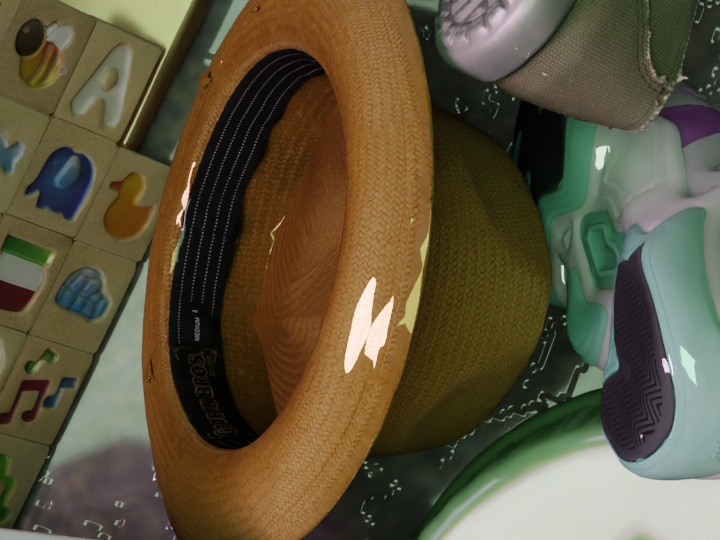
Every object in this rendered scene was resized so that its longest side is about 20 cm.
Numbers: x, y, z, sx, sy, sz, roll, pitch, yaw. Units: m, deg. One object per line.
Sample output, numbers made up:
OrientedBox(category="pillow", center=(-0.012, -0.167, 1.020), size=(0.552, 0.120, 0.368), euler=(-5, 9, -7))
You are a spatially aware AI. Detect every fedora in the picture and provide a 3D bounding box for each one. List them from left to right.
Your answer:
OrientedBox(category="fedora", center=(0.000, 0.000, 0.864), size=(0.081, 0.200, 0.202), euler=(11, 91, -23))

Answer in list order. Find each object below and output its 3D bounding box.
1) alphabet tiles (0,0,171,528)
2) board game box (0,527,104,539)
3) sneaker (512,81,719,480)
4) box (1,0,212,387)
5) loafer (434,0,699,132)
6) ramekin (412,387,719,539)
OrientedBox(category="alphabet tiles", center=(-0.135, 0.007, 0.885), size=(0.006, 0.166, 0.201), euler=(29, 95, 38))
OrientedBox(category="board game box", center=(-0.104, 0.118, 0.835), size=(0.199, 0.148, 0.065), euler=(7, 71, -18))
OrientedBox(category="sneaker", center=(0.125, -0.006, 0.853), size=(0.139, 0.200, 0.078), euler=(4, 127, -15))
OrientedBox(category="box", center=(-0.138, -0.085, 0.952), size=(0.163, 0.021, 0.201), euler=(27, 93, 10))
OrientedBox(category="loafer", center=(0.078, -0.112, 0.854), size=(0.070, 0.201, 0.075), euler=(39, 138, -18))
OrientedBox(category="ramekin", center=(0.093, 0.132, 0.864), size=(0.199, 0.098, 0.201), euler=(0, 88, 11))
